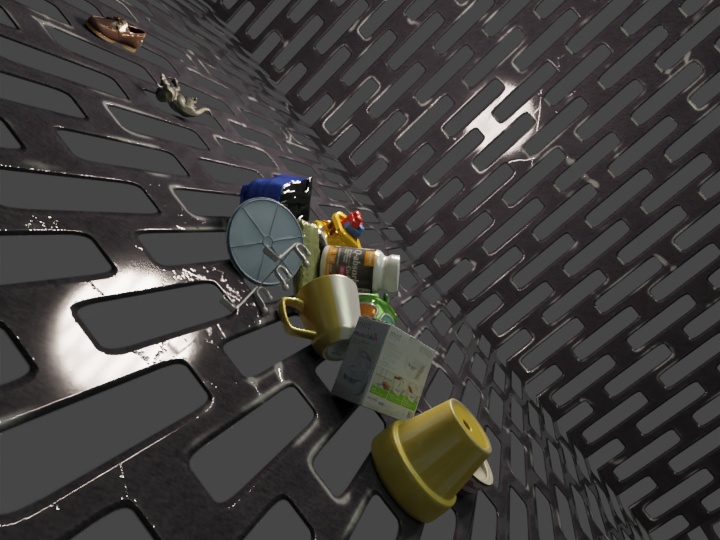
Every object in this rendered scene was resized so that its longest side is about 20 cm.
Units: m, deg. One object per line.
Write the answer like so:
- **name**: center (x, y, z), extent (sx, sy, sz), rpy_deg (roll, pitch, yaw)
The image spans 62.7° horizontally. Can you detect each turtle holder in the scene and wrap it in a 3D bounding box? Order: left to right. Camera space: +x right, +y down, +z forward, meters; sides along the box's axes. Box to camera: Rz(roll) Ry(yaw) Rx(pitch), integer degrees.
- **turtle holder**: center (0.015, 0.154, 1.497), extent (0.139, 0.187, 0.132), rpy_deg (15, 45, -1)

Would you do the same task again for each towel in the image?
- **towel**: center (-0.134, -0.021, 1.450), extent (0.148, 0.036, 0.203), rpy_deg (10, 79, -78)

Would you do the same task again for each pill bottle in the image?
- **pill bottle**: center (0.000, 0.000, 1.520), extent (0.197, 0.118, 0.116), rpy_deg (4, 13, 6)

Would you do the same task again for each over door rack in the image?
- **over door rack**: center (-0.178, 0.019, 1.186), extent (0.067, 0.148, 0.200), rpy_deg (44, 13, 6)

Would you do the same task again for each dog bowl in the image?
- **dog bowl**: center (0.234, 0.457, 1.448), extent (0.200, 0.074, 0.200), rpy_deg (45, 14, -14)

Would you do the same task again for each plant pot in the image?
- **plant pot**: center (0.153, 0.367, 1.195), extent (0.201, 0.189, 0.201), rpy_deg (45, 13, -14)

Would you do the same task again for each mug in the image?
- **mug**: center (-0.078, 0.121, 1.320), extent (0.150, 0.184, 0.154), rpy_deg (83, -9, -51)

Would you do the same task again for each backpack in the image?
- **backpack**: center (-0.220, -0.151, 1.468), extent (0.200, 0.166, 0.165), rpy_deg (-49, 141, -71)

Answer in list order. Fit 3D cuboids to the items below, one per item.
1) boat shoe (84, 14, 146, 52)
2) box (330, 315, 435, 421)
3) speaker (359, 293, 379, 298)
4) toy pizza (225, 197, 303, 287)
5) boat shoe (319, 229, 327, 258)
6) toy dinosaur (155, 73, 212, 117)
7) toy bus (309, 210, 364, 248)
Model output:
- **boat shoe**: center (-0.677, -0.673, 1.643), extent (0.071, 0.070, 0.200), rpy_deg (50, 15, 3)
- **box**: center (0.057, 0.218, 1.279), extent (0.096, 0.178, 0.199), rpy_deg (10, -15, 41)
- **speaker**: center (0.029, 0.123, 1.679), extent (0.088, 0.088, 0.201), rpy_deg (40, 16, -32)
- **toy pizza**: center (-0.214, -0.062, 1.322), extent (0.199, 0.032, 0.203), rpy_deg (7, 79, -38)
- **boat shoe**: center (-0.102, -0.016, 1.610), extent (0.057, 0.068, 0.202), rpy_deg (-70, 141, -64)
- **toy dinosaur**: center (-0.508, -0.473, 1.667), extent (0.200, 0.076, 0.103), rpy_deg (43, 26, -43)
- **toy bus**: center (-0.068, -0.108, 1.773), extent (0.135, 0.192, 0.201), rpy_deg (39, 15, -29)
